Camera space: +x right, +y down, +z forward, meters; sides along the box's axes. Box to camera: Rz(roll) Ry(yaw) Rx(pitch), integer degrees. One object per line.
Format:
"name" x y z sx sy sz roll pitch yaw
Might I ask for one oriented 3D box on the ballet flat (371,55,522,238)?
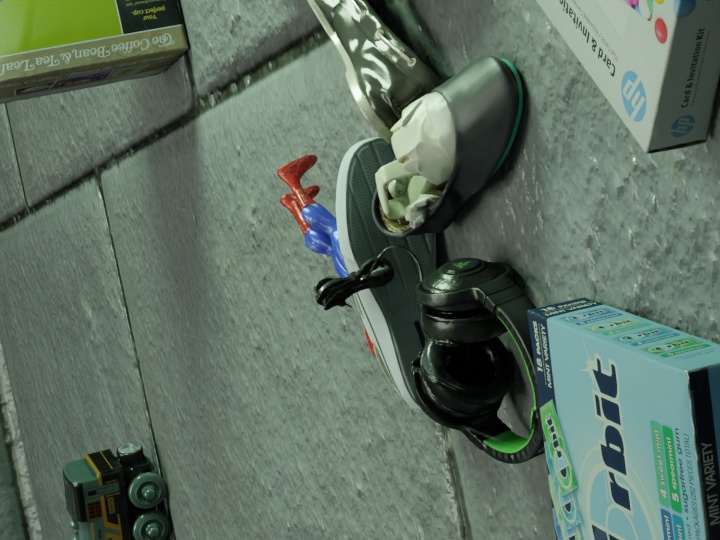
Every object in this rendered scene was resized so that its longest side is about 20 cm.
"ballet flat" 0.048 -0.073 1.419 0.200 0.073 0.073 121 134 -63

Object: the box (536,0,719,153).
"box" 0.144 -0.187 1.111 0.200 0.041 0.156 95 156 -44

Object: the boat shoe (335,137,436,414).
"boat shoe" 0.018 0.006 1.546 0.067 0.073 0.201 177 81 -69

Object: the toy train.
"toy train" -0.287 0.300 2.565 0.085 0.114 0.201 -136 38 -60

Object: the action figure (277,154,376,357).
"action figure" 0.000 0.000 1.639 0.066 0.052 0.200 95 151 -54

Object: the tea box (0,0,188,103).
"tea box" -0.292 -0.275 2.085 0.134 0.199 0.198 159 99 -71

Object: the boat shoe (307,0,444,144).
"boat shoe" 0.008 -0.168 1.520 0.067 0.057 0.200 45 -165 -46

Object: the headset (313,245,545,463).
"headset" 0.056 0.049 1.431 0.200 0.094 0.124 43 142 42

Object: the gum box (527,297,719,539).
"gum box" 0.164 0.116 1.234 0.200 0.044 0.171 -160 59 -68
